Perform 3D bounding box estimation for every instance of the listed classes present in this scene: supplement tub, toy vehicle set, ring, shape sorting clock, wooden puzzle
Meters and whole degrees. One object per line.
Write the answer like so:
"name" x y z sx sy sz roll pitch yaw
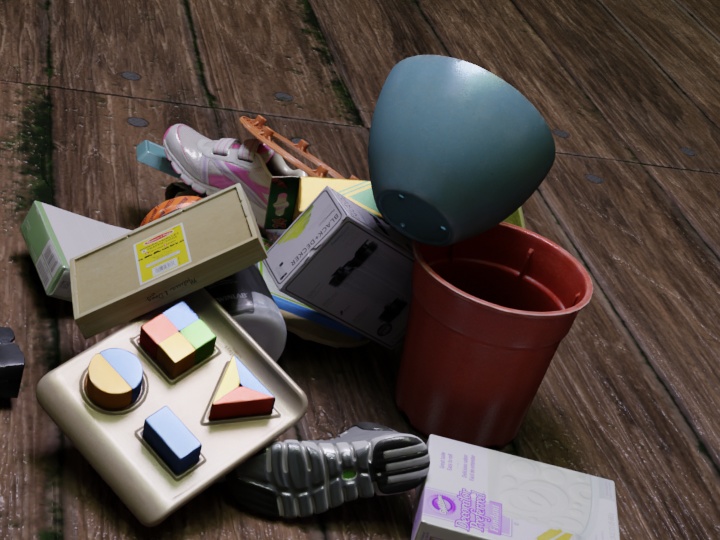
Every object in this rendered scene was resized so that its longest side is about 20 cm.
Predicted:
"supplement tub" -0.167 0.020 1.479 0.122 0.123 0.201 -2 43 -29
"toy vehicle set" -0.198 -0.012 1.383 0.199 0.027 0.125 -24 32 1
"ring" -0.061 -0.136 1.672 0.200 0.019 0.200 34 7 -5
"shape sorting clock" -0.070 0.028 1.628 0.199 0.039 0.201 24 28 -14
"wooden puzzle" -0.177 0.116 1.291 0.199 0.046 0.185 -35 68 -28

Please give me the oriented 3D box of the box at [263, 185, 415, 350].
"box" 0.000 0.000 1.530 0.199 0.117 0.060 29 20 -43

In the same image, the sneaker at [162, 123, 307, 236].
"sneaker" -0.145 -0.130 1.666 0.199 0.088 0.082 29 31 -9

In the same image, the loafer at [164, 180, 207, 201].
"loafer" -0.204 -0.058 1.705 0.068 0.076 0.200 3 21 -19

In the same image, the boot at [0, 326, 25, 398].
"boot" -0.448 0.067 1.363 0.198 0.066 0.165 -4 42 -25

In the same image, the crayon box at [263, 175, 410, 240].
"crayon box" -0.012 -0.053 1.596 0.198 0.127 0.051 3 62 -6

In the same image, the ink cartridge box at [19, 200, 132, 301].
"ink cartridge box" -0.285 -0.004 1.594 0.199 0.048 0.146 19 22 -37

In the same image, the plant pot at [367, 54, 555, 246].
"plant pot" 0.086 -0.106 1.424 0.199 0.201 0.135 23 65 15

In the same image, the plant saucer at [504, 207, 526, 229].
"plant saucer" 0.122 -0.019 1.730 0.198 0.048 0.201 -2 73 -28

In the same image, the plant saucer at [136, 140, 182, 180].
"plant saucer" -0.188 -0.114 1.724 0.199 0.019 0.070 24 13 -18

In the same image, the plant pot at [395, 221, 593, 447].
"plant pot" 0.129 0.075 1.493 0.199 0.197 0.201 12 28 -6

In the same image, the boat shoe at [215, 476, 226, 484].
"boat shoe" -0.205 0.135 1.353 0.199 0.073 0.072 22 30 12

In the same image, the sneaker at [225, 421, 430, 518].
"sneaker" -0.035 0.193 1.358 0.198 0.076 0.115 -3 6 -6

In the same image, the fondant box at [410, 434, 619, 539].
"fondant box" 0.152 0.247 1.345 0.198 0.059 0.145 13 29 -1
